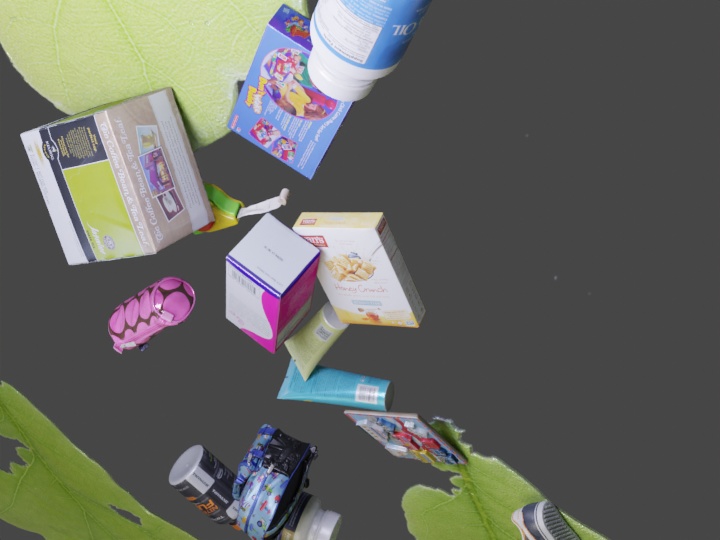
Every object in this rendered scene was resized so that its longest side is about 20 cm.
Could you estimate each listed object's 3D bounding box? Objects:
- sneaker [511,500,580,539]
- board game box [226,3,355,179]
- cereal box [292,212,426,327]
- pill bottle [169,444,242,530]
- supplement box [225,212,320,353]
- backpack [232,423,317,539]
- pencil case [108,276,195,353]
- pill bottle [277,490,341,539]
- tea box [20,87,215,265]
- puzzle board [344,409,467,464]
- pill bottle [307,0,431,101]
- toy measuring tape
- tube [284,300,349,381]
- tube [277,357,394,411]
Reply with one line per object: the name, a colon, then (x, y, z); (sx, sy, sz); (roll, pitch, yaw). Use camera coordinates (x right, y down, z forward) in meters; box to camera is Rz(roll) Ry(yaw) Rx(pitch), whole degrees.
sneaker: (0.343, 0.494, 1.783); (0.079, 0.079, 0.201); (-17, 113, 38)
board game box: (-0.079, -0.219, 1.252); (0.134, 0.045, 0.200); (32, 143, -4)
cereal box: (0.000, 0.000, 1.459); (0.142, 0.040, 0.201); (2, 135, 32)
pill bottle: (-0.314, 0.481, 2.166); (0.106, 0.107, 0.200); (-19, 123, 45)
supplement box: (-0.135, 0.023, 1.488); (0.101, 0.104, 0.201); (35, 152, 11)
backpack: (-0.184, 0.433, 1.948); (0.133, 0.201, 0.183); (24, 144, 5)
pencil case: (-0.370, 0.081, 1.749); (0.091, 0.094, 0.199); (41, 141, -16)
pill bottle: (-0.146, 0.522, 2.094); (0.198, 0.120, 0.120); (19, 142, 12)
tea box: (-0.341, -0.131, 1.400); (0.195, 0.133, 0.202); (-4, 110, 37)
puzzle board: (0.080, 0.294, 1.729); (0.149, 0.018, 0.200); (-2, 147, 34)
pill bottle: (0.009, -0.279, 1.071); (0.111, 0.113, 0.200); (30, 144, -2)
toy measuring tape: (-0.199, -0.102, 1.454); (0.198, 0.074, 0.074); (-14, 127, 31)
tube: (-0.075, 0.112, 1.633); (0.051, 0.059, 0.200); (19, 145, -15)
tube: (-0.042, 0.199, 1.697); (0.197, 0.078, 0.051); (8, 147, 20)
